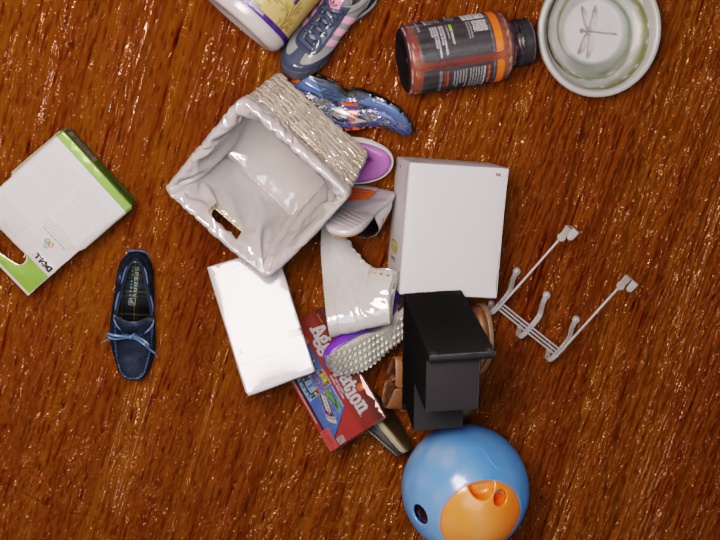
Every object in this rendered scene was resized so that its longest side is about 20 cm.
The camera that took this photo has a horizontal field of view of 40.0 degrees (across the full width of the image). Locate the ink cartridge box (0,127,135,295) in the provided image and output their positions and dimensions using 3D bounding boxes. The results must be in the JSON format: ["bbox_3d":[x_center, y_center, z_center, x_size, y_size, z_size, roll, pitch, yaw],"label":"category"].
[{"bbox_3d":[-0.454,-0.088,1.440,0.200,0.076,0.148,-40,105,1],"label":"ink cartridge box"}]

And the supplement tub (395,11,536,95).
[{"bbox_3d":[0.158,-0.328,1.480,0.199,0.107,0.107,-10,102,-7],"label":"supplement tub"}]

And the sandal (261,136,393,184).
[{"bbox_3d":[-0.051,-0.161,1.492,0.202,0.050,0.083,6,131,-5],"label":"sandal"}]

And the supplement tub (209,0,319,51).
[{"bbox_3d":[-0.113,-0.428,1.395,0.145,0.145,0.200,39,93,-14],"label":"supplement tub"}]

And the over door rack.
[{"bbox_3d":[0.320,0.034,1.586,0.148,0.067,0.200,37,114,-14],"label":"over door rack"}]

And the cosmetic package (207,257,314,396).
[{"bbox_3d":[-0.149,0.075,1.491,0.112,0.081,0.201,-20,87,-5],"label":"cosmetic package"}]

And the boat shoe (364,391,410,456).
[{"bbox_3d":[-0.003,0.222,1.574,0.065,0.073,0.200,-43,87,15],"label":"boat shoe"}]

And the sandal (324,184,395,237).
[{"bbox_3d":[-0.008,-0.074,1.464,0.079,0.207,0.059,12,116,14],"label":"sandal"}]

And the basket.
[{"bbox_3d":[-0.125,-0.141,1.399,0.198,0.161,0.200,41,122,-10],"label":"basket"}]

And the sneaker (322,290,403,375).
[{"bbox_3d":[0.007,0.084,1.527,0.200,0.099,0.070,-31,138,-28],"label":"sneaker"}]

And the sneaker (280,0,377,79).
[{"bbox_3d":[-0.048,-0.367,1.430,0.070,0.082,0.200,36,78,7],"label":"sneaker"}]

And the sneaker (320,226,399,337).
[{"bbox_3d":[0.000,0.000,1.491,0.115,0.074,0.201,-8,66,3],"label":"sneaker"}]

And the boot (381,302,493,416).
[{"bbox_3d":[0.122,0.141,1.568,0.154,0.074,0.201,8,100,-20],"label":"boot"}]

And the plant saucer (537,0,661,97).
[{"bbox_3d":[0.364,-0.371,1.534,0.199,0.050,0.201,-2,101,-9],"label":"plant saucer"}]

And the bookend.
[{"bbox_3d":[0.121,0.159,1.428,0.092,0.200,0.200,-3,113,-7],"label":"bookend"}]

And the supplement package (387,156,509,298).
[{"bbox_3d":[0.131,-0.067,1.522,0.155,0.111,0.201,3,100,-10],"label":"supplement package"}]

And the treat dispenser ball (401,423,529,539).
[{"bbox_3d":[0.165,0.343,1.557,0.200,0.201,0.202,-2,101,-9],"label":"treat dispenser ball"}]

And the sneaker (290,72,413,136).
[{"bbox_3d":[-0.016,-0.239,1.493,0.199,0.075,0.079,18,106,-4],"label":"sneaker"}]

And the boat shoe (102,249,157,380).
[{"bbox_3d":[-0.350,0.072,1.489,0.084,0.069,0.201,-4,101,-8],"label":"boat shoe"}]

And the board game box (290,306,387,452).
[{"bbox_3d":[-0.052,0.167,1.529,0.103,0.019,0.200,-33,75,5],"label":"board game box"}]
